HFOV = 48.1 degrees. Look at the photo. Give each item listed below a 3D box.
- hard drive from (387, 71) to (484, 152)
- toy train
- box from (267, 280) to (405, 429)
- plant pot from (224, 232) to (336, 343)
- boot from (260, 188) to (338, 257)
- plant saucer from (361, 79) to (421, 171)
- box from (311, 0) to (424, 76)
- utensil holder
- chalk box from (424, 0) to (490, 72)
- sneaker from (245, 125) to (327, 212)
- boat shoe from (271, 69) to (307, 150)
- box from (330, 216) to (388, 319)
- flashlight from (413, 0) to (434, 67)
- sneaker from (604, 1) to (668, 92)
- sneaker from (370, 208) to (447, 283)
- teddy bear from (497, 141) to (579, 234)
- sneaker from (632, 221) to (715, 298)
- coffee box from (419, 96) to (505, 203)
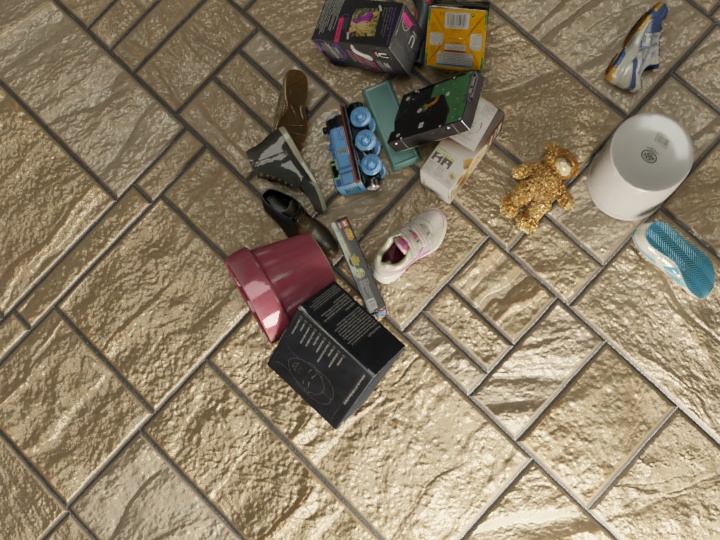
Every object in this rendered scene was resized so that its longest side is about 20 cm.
[{"bbox_3d":[0.155,-0.328,1.672,0.199,0.038,0.141,-11,51,43],"label":"hard drive"},{"bbox_3d":[-0.016,-0.261,1.730,0.113,0.087,0.202,-14,79,9],"label":"toy train"},{"bbox_3d":[-0.051,0.168,1.589,0.196,0.201,0.124,43,43,11],"label":"box"},{"bbox_3d":[-0.153,0.021,1.644,0.178,0.200,0.201,-29,79,-11],"label":"plant pot"},{"bbox_3d":[-0.135,-0.101,1.705,0.199,0.097,0.075,36,85,10],"label":"boot"},{"bbox_3d":[0.067,-0.320,1.764,0.069,0.019,0.202,-21,78,1],"label":"plant saucer"},{"bbox_3d":[0.016,-0.499,1.717,0.198,0.122,0.107,16,82,28],"label":"box"},{"bbox_3d":[0.552,-0.203,1.606,0.168,0.200,0.172,-1,81,6],"label":"utensil holder"},{"bbox_3d":[0.208,-0.504,1.712,0.123,0.200,0.125,7,114,8],"label":"chalk box"},{"bbox_3d":[-0.156,-0.195,1.723,0.106,0.075,0.201,-31,97,0],"label":"sneaker"},{"bbox_3d":[-0.154,-0.335,1.772,0.073,0.063,0.202,12,84,-19],"label":"boat shoe"},{"bbox_3d":[0.000,0.000,1.656,0.040,0.137,0.202,-23,80,-1],"label":"box"},{"bbox_3d":[0.126,-0.550,1.778,0.067,0.068,0.202,13,86,3],"label":"flashlight"},{"bbox_3d":[0.605,-0.471,1.720,0.088,0.075,0.201,33,92,-2],"label":"sneaker"},{"bbox_3d":[0.104,-0.054,1.679,0.200,0.088,0.081,-45,79,-3],"label":"sneaker"},{"bbox_3d":[0.378,-0.173,1.685,0.199,0.067,0.146,-32,81,0],"label":"teddy bear"},{"bbox_3d":[0.636,-0.024,1.634,0.200,0.081,0.077,45,85,-9],"label":"sneaker"},{"bbox_3d":[0.212,-0.253,1.690,0.079,0.114,0.201,35,86,9],"label":"coffee box"}]
